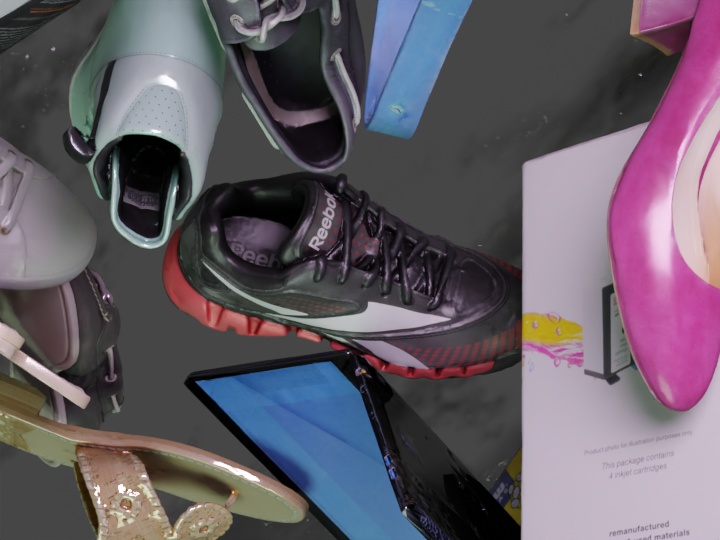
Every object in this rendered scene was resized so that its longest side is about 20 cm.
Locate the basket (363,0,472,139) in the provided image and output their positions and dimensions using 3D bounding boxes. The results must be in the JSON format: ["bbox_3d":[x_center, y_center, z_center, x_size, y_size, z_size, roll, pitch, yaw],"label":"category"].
[{"bbox_3d":[0.037,-0.169,1.026,0.138,0.201,0.177,16,150,-8],"label":"basket"}]

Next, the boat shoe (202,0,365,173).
[{"bbox_3d":[-0.032,-0.119,1.250,0.072,0.063,0.200,-14,142,1],"label":"boat shoe"}]

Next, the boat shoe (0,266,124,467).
[{"bbox_3d":[-0.159,0.034,1.601,0.067,0.057,0.200,42,152,19],"label":"boat shoe"}]

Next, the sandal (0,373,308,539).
[{"bbox_3d":[-0.138,0.121,1.568,0.211,0.070,0.078,21,158,6],"label":"sandal"}]

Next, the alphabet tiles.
[{"bbox_3d":[-0.222,0.008,1.489,0.195,0.015,0.200,35,174,-10],"label":"alphabet tiles"}]

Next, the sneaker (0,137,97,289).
[{"bbox_3d":[-0.209,-0.054,1.437,0.199,0.073,0.085,27,149,-22],"label":"sneaker"}]

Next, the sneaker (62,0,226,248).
[{"bbox_3d":[-0.106,-0.052,1.360,0.073,0.119,0.201,12,151,-4],"label":"sneaker"}]

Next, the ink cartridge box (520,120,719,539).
[{"bbox_3d":[0.169,0.045,1.320,0.144,0.201,0.147,-15,156,41],"label":"ink cartridge box"}]

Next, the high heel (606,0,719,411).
[{"bbox_3d":[0.159,-0.043,1.210,0.096,0.201,0.067,-6,162,39],"label":"high heel"}]

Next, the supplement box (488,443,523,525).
[{"bbox_3d":[0.166,0.175,1.615,0.199,0.109,0.110,29,-170,-28],"label":"supplement box"}]

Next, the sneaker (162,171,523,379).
[{"bbox_3d":[0.000,0.000,1.457,0.199,0.071,0.098,12,152,1],"label":"sneaker"}]

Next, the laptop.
[{"bbox_3d":[0.013,0.135,1.484,0.103,0.200,0.177,-35,125,11],"label":"laptop"}]

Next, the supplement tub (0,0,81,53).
[{"bbox_3d":[-0.174,-0.147,1.219,0.122,0.123,0.200,30,145,-28],"label":"supplement tub"}]
